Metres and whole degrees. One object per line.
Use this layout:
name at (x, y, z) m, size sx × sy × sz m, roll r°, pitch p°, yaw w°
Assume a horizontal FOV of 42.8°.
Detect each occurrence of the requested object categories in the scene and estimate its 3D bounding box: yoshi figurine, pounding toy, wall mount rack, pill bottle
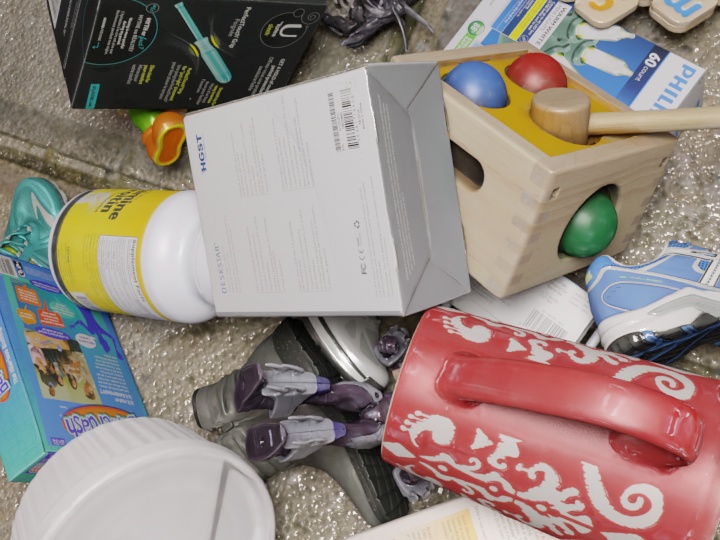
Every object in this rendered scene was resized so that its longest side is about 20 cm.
yoshi figurine at (-0.198, -0.204, 0.905) m, size 0.111 × 0.113 × 0.201 m, roll -33°, pitch 62°, yaw -3°
pounding toy at (0.141, -0.089, 0.657) m, size 0.200 × 0.182 × 0.144 m, roll 42°, pitch 131°, yaw 32°
wall mount rack at (0.153, 0.011, 0.725) m, size 0.199 × 0.075 × 0.175 m, roll 37°, pitch 89°, yaw 26°
pill bottle at (-0.170, -0.014, 0.797) m, size 0.198 × 0.112 × 0.114 m, roll 4°, pitch 72°, yaw 36°

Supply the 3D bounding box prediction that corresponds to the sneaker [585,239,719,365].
sneaker at (0.250, 0.010, 0.651) m, size 0.197 × 0.076 × 0.078 m, roll -9°, pitch 59°, yaw -22°

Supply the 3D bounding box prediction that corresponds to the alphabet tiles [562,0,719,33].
alphabet tiles at (0.240, -0.283, 0.797) m, size 0.194 × 0.015 × 0.200 m, roll -32°, pitch 60°, yaw -15°

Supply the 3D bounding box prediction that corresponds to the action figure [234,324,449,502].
action figure at (0.009, 0.107, 0.676) m, size 0.069 × 0.197 × 0.132 m, roll -48°, pitch 47°, yaw 44°

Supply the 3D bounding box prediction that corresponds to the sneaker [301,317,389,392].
sneaker at (0.000, 0.000, 0.776) m, size 0.114 × 0.076 × 0.202 m, roll -33°, pitch 62°, yaw 8°

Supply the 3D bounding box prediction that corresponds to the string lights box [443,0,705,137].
string lights box at (0.177, -0.162, 0.780) m, size 0.199 × 0.059 × 0.103 m, roll 36°, pitch 84°, yaw 26°

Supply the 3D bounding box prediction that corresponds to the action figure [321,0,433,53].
action figure at (-0.016, -0.287, 0.870) m, size 0.119 × 0.102 × 0.199 m, roll -43°, pitch 62°, yaw -13°

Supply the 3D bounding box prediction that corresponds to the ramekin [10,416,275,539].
ramekin at (-0.171, 0.207, 0.702) m, size 0.094 × 0.202 × 0.204 m, roll 27°, pitch 81°, yaw 49°

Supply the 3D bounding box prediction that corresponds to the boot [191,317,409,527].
boot at (-0.053, 0.151, 0.760) m, size 0.130 × 0.067 × 0.201 m, roll -42°, pitch 63°, yaw 15°

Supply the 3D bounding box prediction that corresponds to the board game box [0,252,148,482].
board game box at (-0.261, 0.087, 0.793) m, size 0.045 × 0.152 × 0.202 m, roll -36°, pitch 63°, yaw 13°

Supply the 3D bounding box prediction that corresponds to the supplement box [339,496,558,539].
supplement box at (0.089, 0.231, 0.664) m, size 0.197 × 0.074 × 0.128 m, roll -21°, pitch 65°, yaw 11°

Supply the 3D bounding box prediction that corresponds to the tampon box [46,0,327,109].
tampon box at (-0.156, -0.236, 0.807) m, size 0.197 × 0.150 × 0.128 m, roll -6°, pitch 65°, yaw -31°

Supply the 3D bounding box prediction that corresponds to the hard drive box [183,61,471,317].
hard drive box at (-0.030, -0.051, 0.652) m, size 0.198 × 0.076 × 0.159 m, roll -2°, pitch 99°, yaw 44°

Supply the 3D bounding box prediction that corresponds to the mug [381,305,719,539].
mug at (0.124, 0.087, 0.573) m, size 0.197 × 0.179 × 0.134 m, roll 18°, pitch 44°, yaw 14°

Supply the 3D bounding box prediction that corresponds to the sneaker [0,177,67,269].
sneaker at (-0.329, -0.001, 0.889) m, size 0.076 × 0.080 × 0.203 m, roll -5°, pitch 69°, yaw 20°
